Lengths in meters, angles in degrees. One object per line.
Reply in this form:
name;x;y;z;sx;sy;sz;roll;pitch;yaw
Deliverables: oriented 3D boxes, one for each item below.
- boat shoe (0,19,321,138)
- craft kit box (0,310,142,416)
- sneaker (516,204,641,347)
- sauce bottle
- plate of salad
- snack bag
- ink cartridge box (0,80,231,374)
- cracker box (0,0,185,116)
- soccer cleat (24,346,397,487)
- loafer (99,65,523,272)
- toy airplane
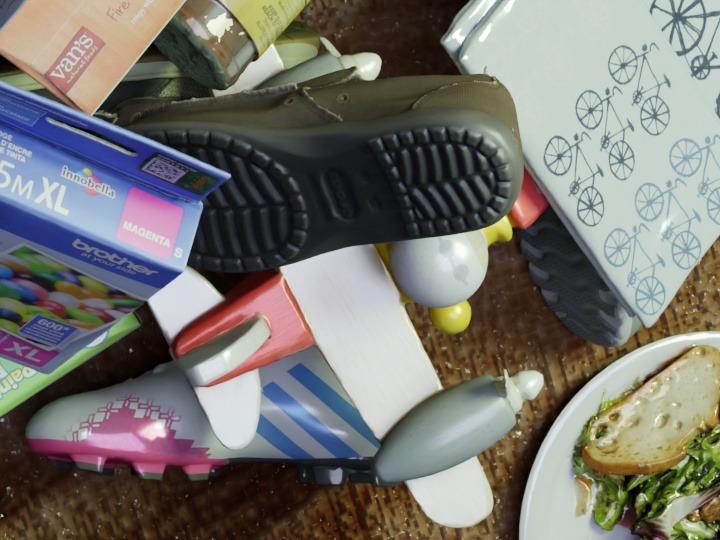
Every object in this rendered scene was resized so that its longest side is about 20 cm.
boat shoe;-0.104;-0.078;1.260;0.200;0.072;0.066;-11;111;-36
craft kit box;-0.235;-0.005;1.266;0.199;0.049;0.198;-32;105;-9
sneaker;0.127;-0.057;1.347;0.082;0.075;0.201;-22;120;-33
sauce bottle;-0.019;-0.171;1.206;0.065;0.065;0.200;44;75;-19
plate of salad;0.179;0.132;1.414;0.199;0.048;0.201;-3;101;-17
snack bag;0.144;-0.106;1.299;0.200;0.021;0.189;-50;122;-22
ink cartridge box;-0.147;-0.016;1.168;0.119;0.200;0.042;23;62;-19
cracker box;-0.110;-0.158;1.179;0.058;0.200;0.134;38;97;-23
soccer cleat;-0.065;0.059;1.323;0.199;0.070;0.087;3;86;-21
loafer;-0.018;-0.047;1.175;0.199;0.071;0.073;0;122;22
toy airplane;0.000;0.000;1.250;0.199;0.141;0.200;19;79;-28
